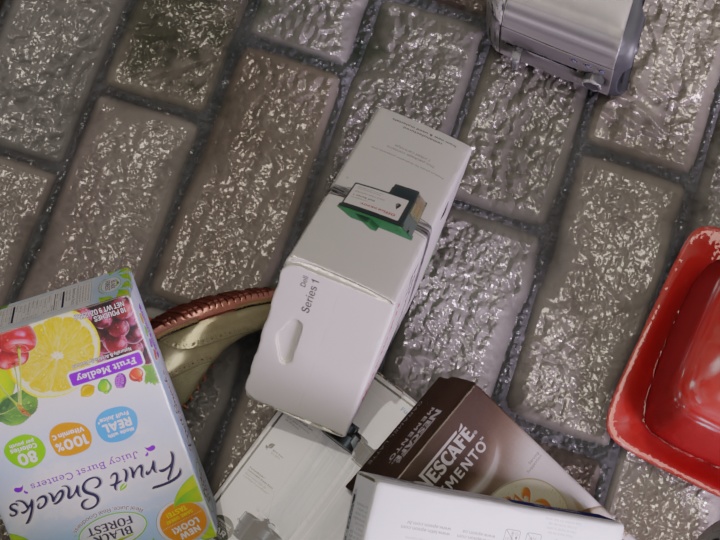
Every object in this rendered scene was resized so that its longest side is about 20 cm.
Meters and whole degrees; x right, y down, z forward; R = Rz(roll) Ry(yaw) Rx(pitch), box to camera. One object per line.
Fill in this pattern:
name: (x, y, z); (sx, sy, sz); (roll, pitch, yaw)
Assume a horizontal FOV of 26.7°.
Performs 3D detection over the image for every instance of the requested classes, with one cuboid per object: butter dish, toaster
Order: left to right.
toaster: (0.180, -0.249, 1.232); (0.128, 0.114, 0.201); (16, 79, 7)
butter dish: (0.313, 0.072, 1.133); (0.199, 0.148, 0.200); (26, 79, 7)

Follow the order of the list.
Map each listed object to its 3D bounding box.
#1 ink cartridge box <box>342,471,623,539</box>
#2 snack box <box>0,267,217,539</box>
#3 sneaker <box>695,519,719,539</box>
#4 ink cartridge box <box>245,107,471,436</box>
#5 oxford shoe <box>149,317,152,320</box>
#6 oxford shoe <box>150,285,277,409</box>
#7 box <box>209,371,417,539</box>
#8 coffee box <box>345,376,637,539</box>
ink cartridge box: (0.070, 0.252, 1.033); (0.198, 0.041, 0.202); (14, 87, -22)
snack box: (-0.197, 0.115, 1.070); (0.141, 0.053, 0.201); (-16, 113, 0)
sneaker: (0.286, 0.288, 1.131); (0.095, 0.079, 0.202); (11, 76, -19)
ink cartridge box: (0.000, 0.000, 1.112); (0.084, 0.147, 0.200); (23, 42, 4)
oxford shoe: (-0.175, 0.136, 1.168); (0.072, 0.071, 0.201); (19, 77, 1)
oxford shoe: (-0.138, 0.068, 1.140); (0.199, 0.071, 0.074); (-22, 96, -12)
box: (-0.035, 0.168, 1.161); (0.116, 0.060, 0.200); (35, 80, 9)
coffee box: (0.103, 0.186, 1.111); (0.200, 0.080, 0.115); (43, 79, -12)
